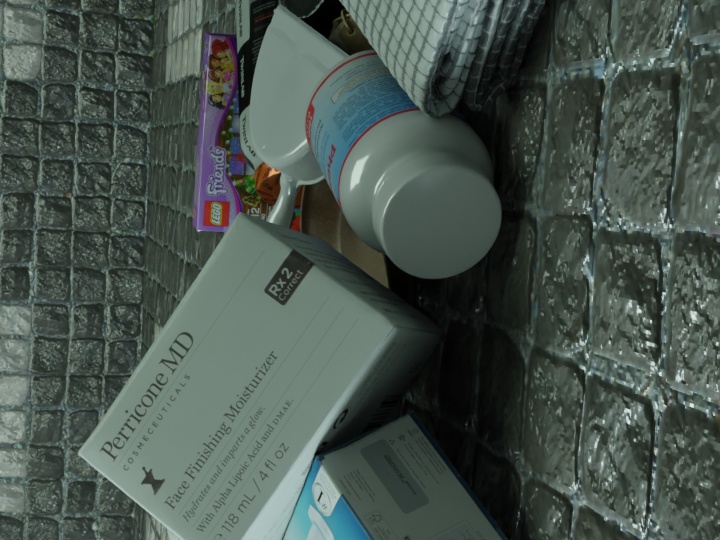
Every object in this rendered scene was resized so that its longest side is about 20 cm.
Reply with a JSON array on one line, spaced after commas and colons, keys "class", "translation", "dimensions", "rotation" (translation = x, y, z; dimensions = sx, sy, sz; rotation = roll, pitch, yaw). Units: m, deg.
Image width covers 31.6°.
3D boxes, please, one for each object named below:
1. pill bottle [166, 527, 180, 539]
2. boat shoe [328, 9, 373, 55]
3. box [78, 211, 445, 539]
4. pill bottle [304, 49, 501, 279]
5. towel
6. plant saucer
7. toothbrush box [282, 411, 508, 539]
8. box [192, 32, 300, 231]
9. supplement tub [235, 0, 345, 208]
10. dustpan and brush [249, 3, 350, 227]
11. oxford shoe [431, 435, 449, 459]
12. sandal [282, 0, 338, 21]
[{"class": "pill bottle", "translation": [-0.076, 0.170, 1.085], "dimensions": [0.200, 0.113, 0.113], "rotation": [-53, 34, 33]}, {"class": "boat shoe", "translation": [0.007, -0.189, 1.066], "dimensions": [0.074, 0.069, 0.200], "rotation": [-145, 58, -71]}, {"class": "box", "translation": [-0.059, 0.083, 0.895], "dimensions": [0.199, 0.131, 0.200], "rotation": [-56, -14, 4]}, {"class": "pill bottle", "translation": [0.030, -0.076, 0.904], "dimensions": [0.200, 0.109, 0.109], "rotation": [-116, 32, -59]}, {"class": "towel", "translation": [0.056, -0.223, 0.817], "dimensions": [0.166, 0.085, 0.200], "rotation": [61, 150, 32]}, {"class": "plant saucer", "translation": [0.000, 0.000, 1.078], "dimensions": [0.200, 0.037, 0.201], "rotation": [169, 90, -68]}, {"class": "toothbrush box", "translation": [0.019, 0.218, 0.862], "dimensions": [0.146, 0.085, 0.200], "rotation": [52, 144, 27]}, {"class": "box", "translation": [-0.097, -0.138, 1.306], "dimensions": [0.039, 0.137, 0.200], "rotation": [-137, 50, -70]}, {"class": "supplement tub", "translation": [-0.053, -0.167, 1.180], "dimensions": [0.123, 0.122, 0.200], "rotation": [129, 141, -64]}, {"class": "dustpan and brush", "translation": [-0.056, -0.103, 1.067], "dimensions": [0.140, 0.057, 0.200], "rotation": [44, 116, 44]}, {"class": "oxford shoe", "translation": [0.020, 0.159, 0.988], "dimensions": [0.200, 0.071, 0.074], "rotation": [121, 153, -57]}, {"class": "sandal", "translation": [-0.011, -0.303, 1.079], "dimensions": [0.075, 0.048, 0.201], "rotation": [47, 115, 34]}]
